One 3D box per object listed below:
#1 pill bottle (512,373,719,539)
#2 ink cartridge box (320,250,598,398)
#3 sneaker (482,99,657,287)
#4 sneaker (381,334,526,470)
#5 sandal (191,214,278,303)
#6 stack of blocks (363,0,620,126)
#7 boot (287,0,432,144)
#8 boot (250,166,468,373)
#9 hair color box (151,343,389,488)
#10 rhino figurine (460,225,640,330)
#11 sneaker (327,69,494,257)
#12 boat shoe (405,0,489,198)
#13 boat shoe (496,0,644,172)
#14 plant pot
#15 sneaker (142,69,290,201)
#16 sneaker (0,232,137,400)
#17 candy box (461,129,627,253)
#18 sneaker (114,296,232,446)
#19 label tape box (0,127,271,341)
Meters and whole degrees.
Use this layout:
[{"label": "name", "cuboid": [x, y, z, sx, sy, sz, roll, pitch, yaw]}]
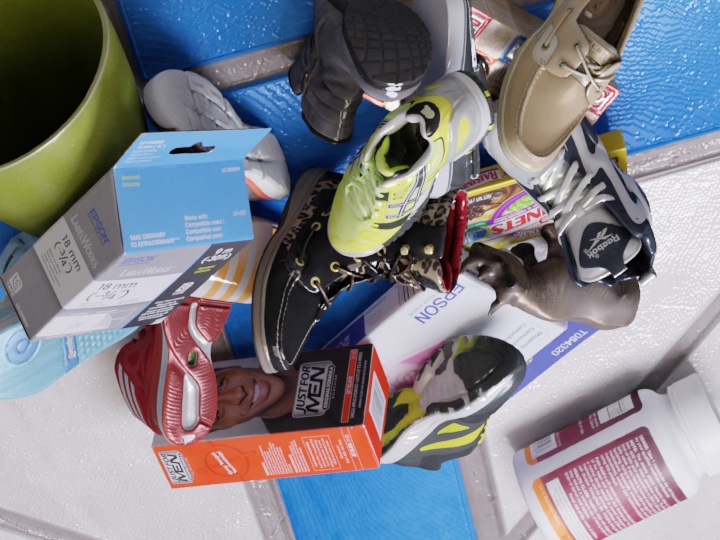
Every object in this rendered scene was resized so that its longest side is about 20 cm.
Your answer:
[{"label": "pill bottle", "cuboid": [0.258, 0.186, 1.924, 0.199, 0.115, 0.114, -27, 129, 11]}, {"label": "ink cartridge box", "cuboid": [0.090, 0.078, 1.827, 0.199, 0.044, 0.196, 28, 128, -28]}, {"label": "sneaker", "cuboid": [0.180, -0.054, 1.625, 0.079, 0.130, 0.199, -34, 127, 15]}, {"label": "sneaker", "cuboid": [0.089, 0.121, 1.801, 0.084, 0.075, 0.200, 20, 142, -33]}, {"label": "sandal", "cuboid": [-0.087, -0.011, 1.688, 0.205, 0.059, 0.080, 5, 101, -40]}, {"label": "stack of blocks", "cuboid": [0.101, -0.163, 1.644, 0.199, 0.059, 0.115, 25, 120, -28]}, {"label": "boot", "cuboid": [-0.003, -0.150, 1.542, 0.069, 0.201, 0.133, 6, 124, -16]}, {"label": "boot", "cuboid": [0.000, 0.000, 1.636, 0.149, 0.201, 0.074, 4, 140, 19]}, {"label": "hair color box", "cuboid": [-0.079, 0.131, 1.781, 0.198, 0.102, 0.062, -8, 132, 15]}, {"label": "rhino figurine", "cuboid": [0.168, 0.008, 1.753, 0.198, 0.088, 0.060, 6, 144, -34]}, {"label": "sneaker", "cuboid": [0.021, -0.080, 1.533, 0.076, 0.076, 0.200, -22, 157, -45]}, {"label": "boat shoe", "cuboid": [0.071, -0.147, 1.575, 0.056, 0.069, 0.201, -15, 135, -21]}, {"label": "boat shoe", "cuboid": [0.173, -0.171, 1.576, 0.072, 0.065, 0.201, 36, 72, -21]}, {"label": "plant pot", "cuboid": [-0.239, -0.103, 1.558, 0.186, 0.188, 0.200, -24, 145, 8]}, {"label": "sneaker", "cuboid": [-0.132, -0.093, 1.613, 0.081, 0.078, 0.200, -21, 152, 20]}, {"label": "sneaker", "cuboid": [-0.283, 0.031, 1.652, 0.199, 0.130, 0.080, -26, 133, -41]}, {"label": "candy box", "cuboid": [0.138, -0.060, 1.741, 0.198, 0.027, 0.102, -16, 149, 1]}, {"label": "sneaker", "cuboid": [-0.175, 0.045, 1.743, 0.078, 0.115, 0.202, 8, 93, -40]}, {"label": "label tape box", "cuboid": [-0.161, -0.027, 1.524, 0.144, 0.064, 0.200, -8, 155, -49]}]
